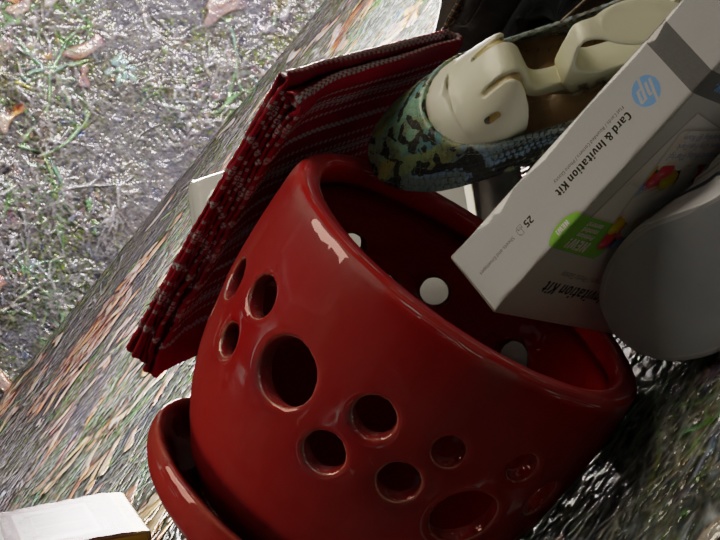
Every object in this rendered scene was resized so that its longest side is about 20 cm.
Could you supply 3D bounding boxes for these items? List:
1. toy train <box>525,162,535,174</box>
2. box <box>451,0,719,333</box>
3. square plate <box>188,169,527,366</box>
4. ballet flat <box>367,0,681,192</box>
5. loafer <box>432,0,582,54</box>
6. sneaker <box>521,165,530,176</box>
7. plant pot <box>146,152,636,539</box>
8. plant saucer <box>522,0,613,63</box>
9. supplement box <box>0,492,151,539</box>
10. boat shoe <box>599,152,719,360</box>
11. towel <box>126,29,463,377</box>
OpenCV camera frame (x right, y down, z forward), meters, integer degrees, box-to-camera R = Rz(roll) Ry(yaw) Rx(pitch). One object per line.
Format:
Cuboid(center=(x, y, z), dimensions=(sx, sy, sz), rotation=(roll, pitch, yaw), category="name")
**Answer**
Cuboid(center=(0.162, -0.081, 1.323), dimensions=(0.200, 0.085, 0.114), rotation=(-46, 9, 28), category="toy train")
Cuboid(center=(0.153, -0.056, 1.162), dimensions=(0.200, 0.041, 0.156), rotation=(-47, -28, 19), category="box")
Cuboid(center=(0.000, 0.000, 1.386), dimensions=(0.199, 0.028, 0.199), rotation=(-14, 55, 10), category="square plate")
Cuboid(center=(0.093, -0.097, 1.191), dimensions=(0.199, 0.075, 0.074), rotation=(-21, 14, 2), category="ballet flat")
Cuboid(center=(0.074, -0.150, 1.354), dimensions=(0.200, 0.072, 0.073), rotation=(-41, -2, 35), category="loafer")
Cuboid(center=(0.125, -0.073, 1.507), dimensions=(0.201, 0.077, 0.112), rotation=(-64, 16, -4), category="sneaker")
Cuboid(center=(0.006, 0.071, 1.200), dimensions=(0.183, 0.200, 0.201), rotation=(-56, 10, 15), category="plant pot")
Cuboid(center=(0.116, -0.112, 1.323), dimensions=(0.200, 0.037, 0.200), rotation=(-42, -1, -1), category="plant saucer")
Cuboid(center=(-0.150, 0.231, 1.295), dimensions=(0.103, 0.201, 0.131), rotation=(-10, 5, -12), category="supplement box")
Cuboid(center=(0.189, -0.028, 1.115), dimensions=(0.200, 0.074, 0.065), rotation=(-39, 0, 42), category="boat shoe")
Cuboid(center=(-0.033, -0.034, 1.262), dimensions=(0.144, 0.022, 0.200), rotation=(-21, -30, -49), category="towel")
